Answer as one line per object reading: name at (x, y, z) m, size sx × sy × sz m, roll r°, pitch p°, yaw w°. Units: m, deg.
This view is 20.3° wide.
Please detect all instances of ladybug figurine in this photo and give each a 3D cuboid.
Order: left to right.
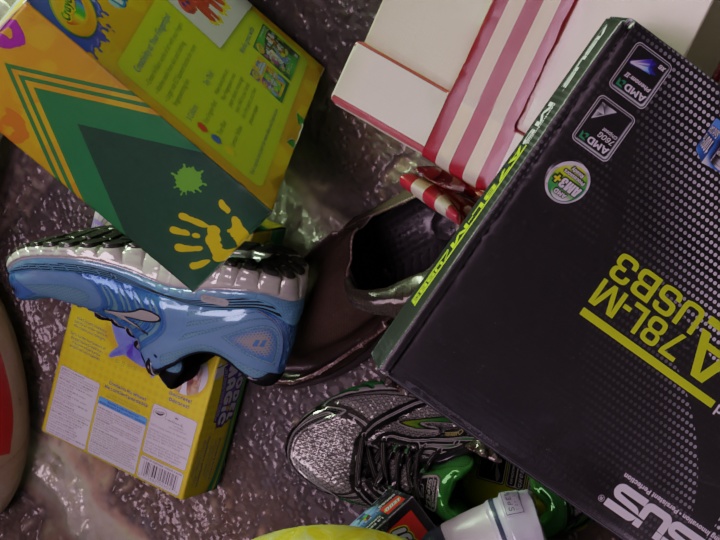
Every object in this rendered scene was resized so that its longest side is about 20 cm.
ladybug figurine at (-0.287, 0.074, 1.314) m, size 0.135 × 0.072 × 0.202 m, roll -16°, pitch 87°, yaw 29°

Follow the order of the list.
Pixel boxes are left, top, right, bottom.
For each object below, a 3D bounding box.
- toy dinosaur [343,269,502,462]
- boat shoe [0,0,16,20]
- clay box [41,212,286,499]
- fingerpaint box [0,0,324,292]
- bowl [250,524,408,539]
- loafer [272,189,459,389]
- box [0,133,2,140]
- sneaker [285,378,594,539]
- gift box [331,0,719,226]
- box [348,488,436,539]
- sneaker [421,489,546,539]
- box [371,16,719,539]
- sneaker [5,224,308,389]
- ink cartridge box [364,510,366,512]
toy dinosaur at (0.074, 0.039, 1.063) m, size 0.200 × 0.077 × 0.103 m, roll 36°, pitch 100°, yaw 45°
boat shoe at (-0.161, -0.215, 1.224) m, size 0.200 × 0.073 × 0.063 m, roll -39°, pitch 81°, yaw 33°
clay box at (-0.119, 0.025, 1.234) m, size 0.114 × 0.048 × 0.202 m, roll 22°, pitch 103°, yaw 25°
fingerpaint box at (-0.116, -0.105, 1.104) m, size 0.167 × 0.200 × 0.073 m, roll 40°, pitch 115°, yaw -14°
bowl at (-0.017, 0.239, 0.987) m, size 0.198 × 0.108 × 0.202 m, roll 2°, pitch 110°, yaw 4°
loafer at (0.000, 0.000, 1.154) m, size 0.200 × 0.071 × 0.073 m, roll -40°, pitch 76°, yaw 25°
box at (-0.323, -0.056, 1.257) m, size 0.127 × 0.109 × 0.201 m, roll 12°, pitch 71°, yaw 28°
sneaker at (0.043, 0.108, 1.134) m, size 0.198 × 0.085 × 0.079 m, roll 4°, pitch 96°, yaw 29°
gift box at (0.116, -0.103, 1.021) m, size 0.199 × 0.184 × 0.188 m, roll 34°, pitch 107°, yaw 25°
box at (0.030, 0.240, 1.093) m, size 0.136 × 0.038 × 0.201 m, roll -40°, pitch 104°, yaw -14°
sneaker at (0.086, 0.215, 1.064) m, size 0.070 × 0.073 × 0.202 m, roll -17°, pitch 99°, yaw 5°
box at (0.138, 0.019, 0.917) m, size 0.199 × 0.048 × 0.194 m, roll 35°, pitch 92°, yaw -9°
sneaker at (-0.125, 0.025, 1.168) m, size 0.199 × 0.078 × 0.091 m, roll 9°, pitch 103°, yaw 29°
ink cartridge box at (-0.009, 0.247, 1.143) m, size 0.099 × 0.039 × 0.201 m, roll 30°, pitch 81°, yaw 17°
